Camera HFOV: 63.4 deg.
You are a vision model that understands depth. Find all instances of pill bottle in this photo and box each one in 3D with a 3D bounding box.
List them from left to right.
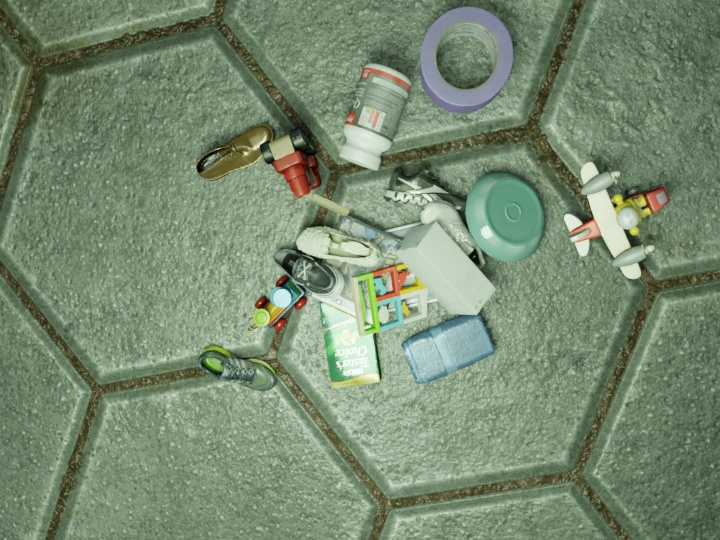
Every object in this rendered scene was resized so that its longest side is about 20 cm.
[{"bbox_3d":[0.028,-0.332,1.271,0.113,0.116,0.204,20,95,3],"label":"pill bottle"}]

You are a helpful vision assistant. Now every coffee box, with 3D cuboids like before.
[{"bbox_3d":[-0.022,0.164,1.347,0.120,0.044,0.206,-7,93,5],"label":"coffee box"}]

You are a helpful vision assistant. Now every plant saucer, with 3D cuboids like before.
[{"bbox_3d":[0.323,-0.122,1.258,0.195,0.036,0.206,3,79,-15],"label":"plant saucer"}]

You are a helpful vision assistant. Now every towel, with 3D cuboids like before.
[{"bbox_3d":[0.198,0.175,1.327,0.196,0.049,0.114,-23,92,7],"label":"towel"}]

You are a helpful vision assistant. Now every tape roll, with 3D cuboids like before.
[{"bbox_3d":[0.225,-0.451,1.261,0.194,0.085,0.206,0,94,6],"label":"tape roll"}]

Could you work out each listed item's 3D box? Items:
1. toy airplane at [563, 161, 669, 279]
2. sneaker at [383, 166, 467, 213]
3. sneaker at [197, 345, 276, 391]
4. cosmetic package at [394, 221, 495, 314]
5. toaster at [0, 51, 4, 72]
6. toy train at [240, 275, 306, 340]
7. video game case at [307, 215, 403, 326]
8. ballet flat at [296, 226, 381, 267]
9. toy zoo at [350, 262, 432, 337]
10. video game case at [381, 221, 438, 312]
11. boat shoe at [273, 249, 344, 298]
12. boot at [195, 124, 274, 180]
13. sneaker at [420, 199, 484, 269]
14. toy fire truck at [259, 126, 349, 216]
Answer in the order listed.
[{"bbox_3d":[0.533,-0.107,1.229,0.196,0.141,0.204,21,96,3],"label":"toy airplane"},{"bbox_3d":[0.153,-0.182,1.295,0.195,0.066,0.093,13,98,6],"label":"sneaker"},{"bbox_3d":[-0.292,0.238,1.359,0.195,0.081,0.076,15,96,4],"label":"sneaker"},{"bbox_3d":[0.177,-0.001,1.241,0.200,0.112,0.081,48,71,-16],"label":"cosmetic package"},{"bbox_3d":[-0.953,-0.543,1.345,0.195,0.119,0.186,-9,93,6],"label":"toaster"},{"bbox_3d":[-0.217,0.106,1.325,0.200,0.116,0.085,-44,89,6],"label":"toy train"},{"bbox_3d":[0.000,0.000,1.310,0.177,0.025,0.204,23,89,7],"label":"video game case"},{"bbox_3d":[-0.048,-0.057,1.275,0.195,0.072,0.074,11,95,7],"label":"ballet flat"},{"bbox_3d":[0.077,0.055,1.280,0.196,0.020,0.135,-15,104,-23],"label":"toy zoo"},{"bbox_3d":[0.116,-0.011,1.333,0.195,0.023,0.187,-13,93,6],"label":"video game case"},{"bbox_3d":[-0.119,0.001,1.282,0.198,0.067,0.073,30,93,40],"label":"boat shoe"},{"bbox_3d":[-0.286,-0.268,1.326,0.197,0.075,0.075,-31,89,5],"label":"boot"},{"bbox_3d":[0.206,-0.077,1.250,0.199,0.088,0.075,36,107,-28],"label":"sneaker"},{"bbox_3d":[-0.112,-0.195,1.264,0.126,0.176,0.204,-21,93,6],"label":"toy fire truck"}]
